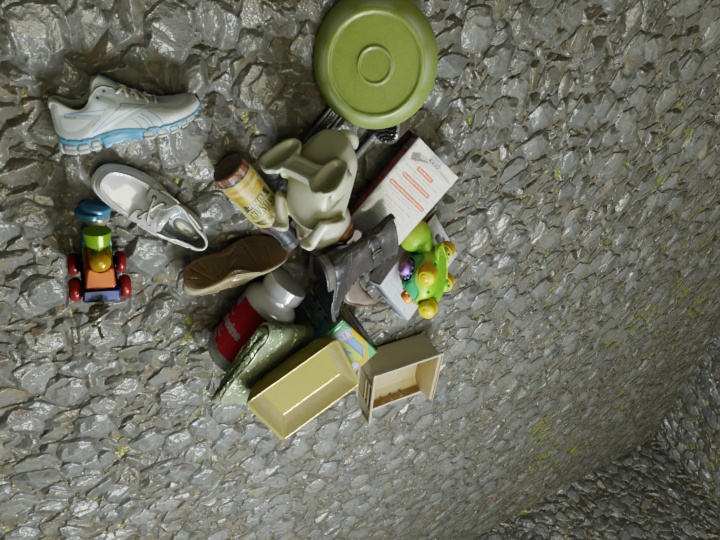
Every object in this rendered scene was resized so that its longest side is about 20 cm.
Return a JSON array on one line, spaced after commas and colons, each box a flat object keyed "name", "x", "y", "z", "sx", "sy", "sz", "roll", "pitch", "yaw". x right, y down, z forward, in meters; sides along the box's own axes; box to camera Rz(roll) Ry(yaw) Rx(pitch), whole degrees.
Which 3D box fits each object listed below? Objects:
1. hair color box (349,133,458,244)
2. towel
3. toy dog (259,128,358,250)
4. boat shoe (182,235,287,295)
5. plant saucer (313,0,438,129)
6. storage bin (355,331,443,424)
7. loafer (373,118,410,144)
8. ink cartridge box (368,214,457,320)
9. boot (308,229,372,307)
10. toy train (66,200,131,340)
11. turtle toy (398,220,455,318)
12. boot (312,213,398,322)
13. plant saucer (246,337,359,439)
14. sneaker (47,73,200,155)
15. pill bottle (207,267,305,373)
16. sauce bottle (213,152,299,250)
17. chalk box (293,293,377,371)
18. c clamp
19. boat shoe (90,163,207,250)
[{"name": "hair color box", "x": 0.077, "y": -0.142, "z": 1.002, "sx": 0.110, "sy": 0.064, "sz": 0.200, "roll": 39, "pitch": 103, "yaw": -17}, {"name": "towel", "x": -0.178, "y": 0.178, "z": 0.987, "sx": 0.147, "sy": 0.037, "sz": 0.201, "roll": 11, "pitch": 120, "yaw": -54}, {"name": "toy dog", "x": -0.072, "y": -0.123, "z": 0.885, "sx": 0.202, "sy": 0.137, "sz": 0.196, "roll": 91, "pitch": 22, "yaw": -51}, {"name": "boat shoe", "x": -0.226, "y": -0.009, "z": 0.950, "sx": 0.197, "sy": 0.073, "sz": 0.064, "roll": -19, "pitch": 169, "yaw": -30}, {"name": "plant saucer", "x": 0.022, "y": -0.316, "z": 0.807, "sx": 0.194, "sy": 0.031, "sz": 0.204, "roll": 1, "pitch": 119, "yaw": 2}, {"name": "storage bin", "x": 0.095, "y": 0.281, "z": 1.362, "sx": 0.196, "sy": 0.094, "sz": 0.202, "roll": -14, "pitch": 131, "yaw": -23}, {"name": "loafer", "x": 0.059, "y": -0.319, "z": 0.875, "sx": 0.071, "sy": 0.072, "sz": 0.204, "roll": -32, "pitch": 136, "yaw": -50}, {"name": "ink cartridge box", "x": 0.122, "y": -0.009, "z": 1.195, "sx": 0.202, "sy": 0.056, "sz": 0.163, "roll": -54, "pitch": 138, "yaw": -13}, {"name": "boot", "x": -0.023, "y": -0.012, "z": 1.060, "sx": 0.198, "sy": 0.070, "sz": 0.149, "roll": 14, "pitch": 97, "yaw": -49}, {"name": "toy train", "x": -0.373, "y": -0.009, "z": 0.753, "sx": 0.083, "sy": 0.200, "sz": 0.118, "roll": -5, "pitch": 123, "yaw": -29}, {"name": "turtle toy", "x": 0.130, "y": -0.009, "z": 1.093, "sx": 0.146, "sy": 0.099, "sz": 0.204, "roll": -44, "pitch": 137, "yaw": -50}, {"name": "boot", "x": 0.000, "y": 0.000, "z": 0.965, "sx": 0.172, "sy": 0.070, "sz": 0.202, "roll": -30, "pitch": 152, "yaw": -21}, {"name": "plant saucer", "x": -0.111, "y": 0.220, "z": 1.019, "sx": 0.198, "sy": 0.049, "sz": 0.202, "roll": -34, "pitch": 143, "yaw": -10}, {"name": "sneaker", "x": -0.317, "y": -0.222, "z": 0.709, "sx": 0.196, "sy": 0.075, "sz": 0.088, "roll": -20, "pitch": 128, "yaw": -18}, {"name": "pill bottle", "x": -0.197, "y": 0.097, "z": 1.013, "sx": 0.111, "sy": 0.113, "sz": 0.201, "roll": 27, "pitch": 107, "yaw": -43}, {"name": "sauce bottle", "x": -0.167, "y": -0.109, "z": 0.899, "sx": 0.066, "sy": 0.066, "sz": 0.200, "roll": -39, "pitch": 136, "yaw": 2}, {"name": "chalk box", "x": -0.076, "y": 0.129, "z": 1.108, "sx": 0.123, "sy": 0.125, "sz": 0.200, "roll": -40, "pitch": 135, "yaw": 3}, {"name": "c clamp", "x": -0.009, "y": -0.227, "z": 0.931, "sx": 0.200, "sy": 0.027, "sz": 0.171, "roll": -44, "pitch": 136, "yaw": 5}, {"name": "boat shoe", "x": -0.312, "y": -0.092, "z": 0.810, "sx": 0.071, "sy": 0.069, "sz": 0.199, "roll": -54, "pitch": 137, "yaw": 2}]
